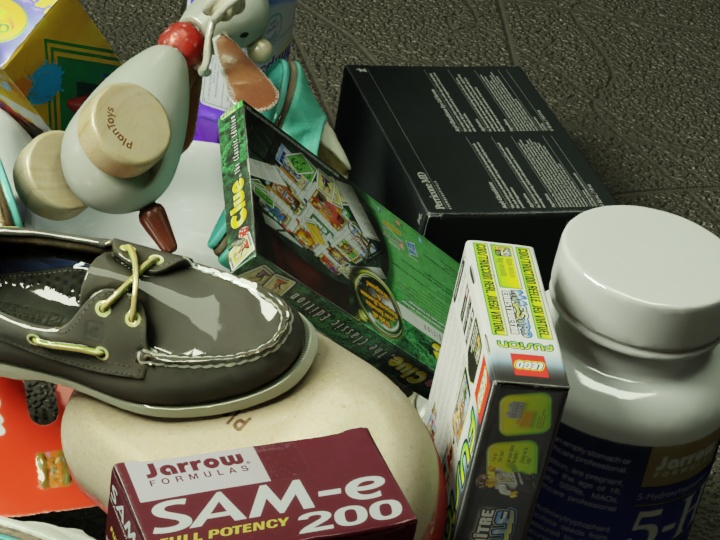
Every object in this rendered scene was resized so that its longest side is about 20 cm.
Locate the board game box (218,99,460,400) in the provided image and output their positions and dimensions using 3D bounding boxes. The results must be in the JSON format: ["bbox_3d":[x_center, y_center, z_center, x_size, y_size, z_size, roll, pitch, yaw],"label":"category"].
[{"bbox_3d":[0.000,0.000,0.895,0.200,0.023,0.105,35,33,-41],"label":"board game box"}]

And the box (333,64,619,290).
[{"bbox_3d":[0.074,-0.064,1.173,0.140,0.079,0.200,1,35,-19],"label":"box"}]

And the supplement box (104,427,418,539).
[{"bbox_3d":[-0.050,0.164,0.686,0.108,0.201,0.061,-7,37,-23],"label":"supplement box"}]

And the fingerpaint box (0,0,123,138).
[{"bbox_3d":[-0.248,-0.156,1.137,0.200,0.167,0.073,30,75,29],"label":"fingerpaint box"}]

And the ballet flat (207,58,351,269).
[{"bbox_3d":[-0.042,-0.052,0.981,0.070,0.067,0.200,32,30,-15],"label":"ballet flat"}]

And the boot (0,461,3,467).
[{"bbox_3d":[-0.252,0.055,0.924,0.199,0.071,0.146,21,26,3],"label":"boot"}]

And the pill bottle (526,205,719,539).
[{"bbox_3d":[0.126,0.074,0.867,0.119,0.201,0.120,7,34,-4],"label":"pill bottle"}]

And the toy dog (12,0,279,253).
[{"bbox_3d":[-0.101,-0.085,0.968,0.200,0.096,0.132,-44,14,-19],"label":"toy dog"}]

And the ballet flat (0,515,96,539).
[{"bbox_3d":[-0.120,0.159,0.810,0.199,0.070,0.070,17,34,1],"label":"ballet flat"}]

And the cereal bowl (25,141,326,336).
[{"bbox_3d":[-0.100,0.007,1.001,0.199,0.084,0.200,7,34,-4],"label":"cereal bowl"}]

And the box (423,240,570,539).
[{"bbox_3d":[0.053,0.099,0.811,0.035,0.201,0.110,6,34,-8],"label":"box"}]

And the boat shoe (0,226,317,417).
[{"bbox_3d":[-0.119,0.019,0.783,0.200,0.061,0.072,5,54,21],"label":"boat shoe"}]

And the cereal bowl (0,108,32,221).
[{"bbox_3d":[-0.302,-0.058,1.037,0.199,0.084,0.200,22,23,-10],"label":"cereal bowl"}]

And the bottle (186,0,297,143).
[{"bbox_3d":[-0.083,-0.130,1.116,0.065,0.201,0.084,18,33,13],"label":"bottle"}]

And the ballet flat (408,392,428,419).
[{"bbox_3d":[0.084,0.074,0.982,0.199,0.063,0.067,-13,41,-31],"label":"ballet flat"}]

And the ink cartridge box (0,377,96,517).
[{"bbox_3d":[-0.235,0.048,0.823,0.199,0.057,0.163,-8,63,-15],"label":"ink cartridge box"}]

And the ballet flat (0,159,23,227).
[{"bbox_3d":[-0.243,-0.078,0.961,0.065,0.071,0.200,-13,48,-16],"label":"ballet flat"}]

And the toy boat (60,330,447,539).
[{"bbox_3d":[-0.043,0.104,0.817,0.131,0.131,0.200,-46,49,-16],"label":"toy boat"}]
